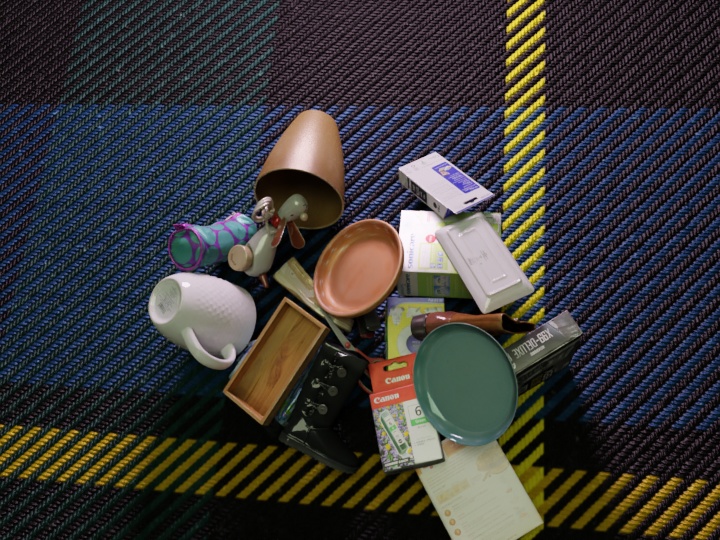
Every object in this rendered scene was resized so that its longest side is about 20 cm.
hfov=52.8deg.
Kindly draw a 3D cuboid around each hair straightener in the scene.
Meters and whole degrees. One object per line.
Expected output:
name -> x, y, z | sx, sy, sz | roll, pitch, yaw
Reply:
hair straightener -> 0.009, 0.025, 1.424 | 0.040, 0.077, 0.204 | 1, 64, -21

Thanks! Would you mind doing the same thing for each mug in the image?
mug -> -0.296, 0.099, 1.357 | 0.147, 0.174, 0.202 | -39, 57, 16

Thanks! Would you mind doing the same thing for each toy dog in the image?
toy dog -> -0.168, -0.046, 1.412 | 0.097, 0.131, 0.201 | 49, 126, 18

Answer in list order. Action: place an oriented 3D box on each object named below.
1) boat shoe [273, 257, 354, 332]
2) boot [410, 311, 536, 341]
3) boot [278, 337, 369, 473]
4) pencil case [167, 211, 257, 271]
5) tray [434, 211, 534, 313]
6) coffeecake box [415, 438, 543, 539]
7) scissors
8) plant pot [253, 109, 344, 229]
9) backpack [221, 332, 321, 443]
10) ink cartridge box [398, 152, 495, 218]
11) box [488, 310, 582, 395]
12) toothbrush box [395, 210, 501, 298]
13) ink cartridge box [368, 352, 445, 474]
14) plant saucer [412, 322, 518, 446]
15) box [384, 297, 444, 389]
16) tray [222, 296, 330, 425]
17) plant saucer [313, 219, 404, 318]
boat shoe -> -0.083, 0.043, 1.429 | 0.199, 0.074, 0.070 | 37, 85, 18
boot -> 0.216, 0.095, 1.278 | 0.197, 0.187, 0.070 | -9, 70, 40
boot -> -0.037, 0.246, 1.318 | 0.163, 0.066, 0.203 | 27, 87, -12
pencil case -> -0.288, -0.059, 1.428 | 0.083, 0.199, 0.095 | -6, 99, 25
tray -> 0.222, -0.023, 1.317 | 0.106, 0.022, 0.202 | -23, 57, -8
coffeecake box -> 0.202, 0.387, 1.273 | 0.152, 0.073, 0.202 | -29, 70, -1
scissors -> -0.021, 0.156, 1.370 | 0.199, 0.014, 0.074 | 41, 74, -11
plant pot -> -0.106, -0.222, 1.479 | 0.182, 0.188, 0.203 | 5, 58, 9
backpack -> -0.151, 0.187, 1.367 | 0.162, 0.155, 0.200 | 37, 66, 24
ink cartridge box -> 0.167, -0.161, 1.429 | 0.098, 0.040, 0.200 | -24, 42, -19
box -> 0.300, 0.159, 1.270 | 0.156, 0.201, 0.050 | -30, 66, -4
toothbrush box -> 0.171, -0.031, 1.395 | 0.195, 0.087, 0.148 | 2, 55, 10
ink cartridge box -> 0.075, 0.246, 1.282 | 0.107, 0.050, 0.204 | -14, 67, 7
plant saucer -> 0.174, 0.185, 1.194 | 0.197, 0.027, 0.205 | 6, 99, 38
box -> 0.104, 0.154, 1.373 | 0.114, 0.048, 0.205 | 0, 73, -1
tray -> -0.149, 0.161, 1.290 | 0.098, 0.037, 0.202 | 32, 87, 20
plant saucer -> 0.000, 0.000, 1.359 | 0.197, 0.037, 0.204 | -19, 54, 27
